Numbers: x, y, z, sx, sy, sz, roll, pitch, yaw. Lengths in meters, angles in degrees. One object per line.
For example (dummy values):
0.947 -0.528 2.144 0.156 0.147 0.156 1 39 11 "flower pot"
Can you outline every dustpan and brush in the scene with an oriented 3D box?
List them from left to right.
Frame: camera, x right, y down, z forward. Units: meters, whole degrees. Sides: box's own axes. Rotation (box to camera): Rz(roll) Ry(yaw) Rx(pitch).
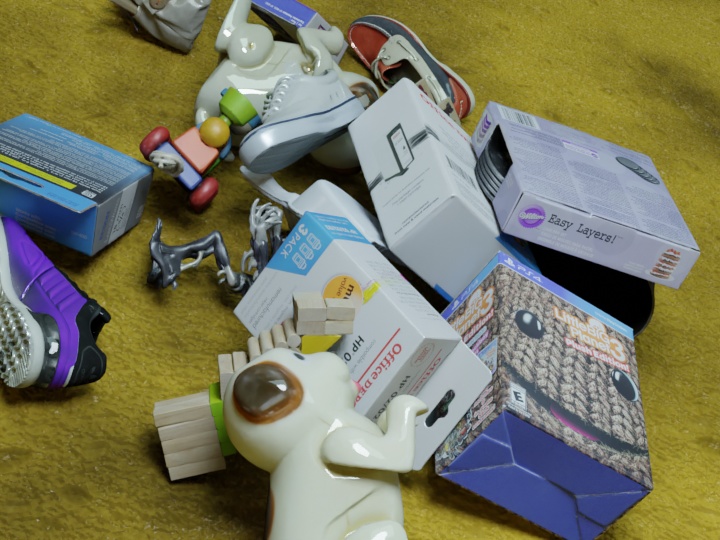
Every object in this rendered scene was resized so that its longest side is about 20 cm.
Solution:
-0.038 -0.055 1.300 0.200 0.057 0.139 44 9 24 "dustpan and brush"

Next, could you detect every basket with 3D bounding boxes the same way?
0.241 -0.029 1.422 0.179 0.137 0.200 24 32 13 "basket"

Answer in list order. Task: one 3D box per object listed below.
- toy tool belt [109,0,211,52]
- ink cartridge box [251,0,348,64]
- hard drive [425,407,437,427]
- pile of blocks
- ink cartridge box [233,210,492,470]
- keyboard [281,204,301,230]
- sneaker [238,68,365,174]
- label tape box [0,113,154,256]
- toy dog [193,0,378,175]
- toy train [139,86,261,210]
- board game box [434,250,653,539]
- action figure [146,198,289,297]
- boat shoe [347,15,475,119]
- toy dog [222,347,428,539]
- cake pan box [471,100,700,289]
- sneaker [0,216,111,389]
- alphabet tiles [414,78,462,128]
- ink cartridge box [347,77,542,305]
-0.245 -0.354 1.621 0.122 0.126 0.201 16 34 -20 "toy tool belt"
-0.083 -0.299 1.614 0.094 0.037 0.200 30 5 14 "ink cartridge box"
0.017 0.105 1.219 0.139 0.033 0.199 36 39 20 "hard drive"
-0.081 0.090 1.098 0.082 0.199 0.062 53 3 -17 "pile of blocks"
0.000 0.059 1.125 0.200 0.116 0.068 46 19 26 "ink cartridge box"
0.000 0.000 1.335 0.199 0.056 0.011 36 79 21 "keyboard"
-0.068 -0.148 1.313 0.071 0.073 0.200 53 30 2 "sneaker"
-0.289 -0.074 1.235 0.143 0.064 0.200 22 18 4 "label tape box"
-0.067 -0.184 1.460 0.198 0.140 0.195 19 44 -2 "toy dog"
-0.144 -0.128 1.299 0.085 0.116 0.200 45 -5 -5 "toy train"
0.156 0.110 1.182 0.158 0.097 0.201 29 35 -18 "board game box"
-0.094 -0.015 1.254 0.198 0.103 0.119 8 -5 -6 "action figure"
0.051 -0.246 1.669 0.200 0.072 0.062 42 44 21 "boat shoe"
-0.031 0.154 1.012 0.192 0.140 0.202 -23 83 1 "toy dog"
0.207 -0.076 1.291 0.198 0.053 0.185 16 28 -17 "cake pan box"
-0.267 0.032 1.157 0.099 0.070 0.201 9 34 -34 "sneaker"
0.070 -0.107 1.449 0.200 0.006 0.168 -41 110 -51 "alphabet tiles"
0.078 -0.069 1.303 0.146 0.084 0.201 39 21 -35 "ink cartridge box"
